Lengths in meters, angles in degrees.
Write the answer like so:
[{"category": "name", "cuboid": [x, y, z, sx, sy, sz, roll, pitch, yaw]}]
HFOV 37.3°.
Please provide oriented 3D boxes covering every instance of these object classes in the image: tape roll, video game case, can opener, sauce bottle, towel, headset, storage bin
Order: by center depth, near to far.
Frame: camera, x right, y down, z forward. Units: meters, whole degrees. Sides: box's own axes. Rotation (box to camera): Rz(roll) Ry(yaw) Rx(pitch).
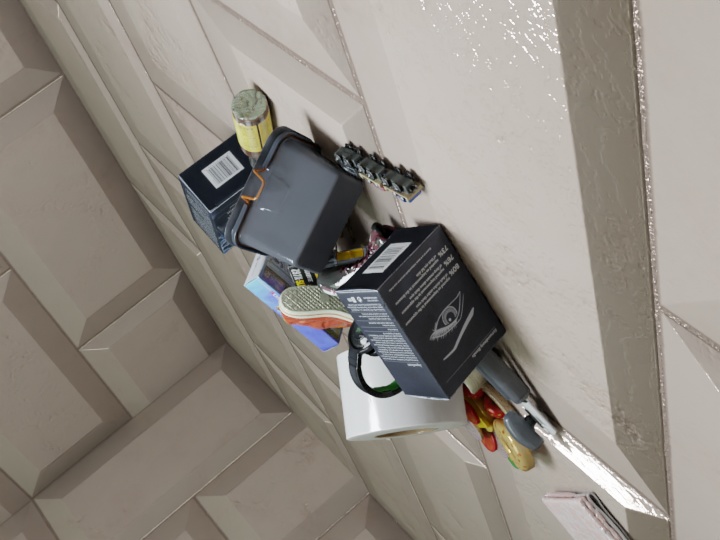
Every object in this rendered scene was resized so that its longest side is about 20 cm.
[{"category": "headset", "cuboid": [0.033, 0.085, 1.579, 0.094, 0.123, 0.202, 22, 111, 51]}, {"category": "can opener", "cuboid": [0.217, 0.190, 1.594, 0.200, 0.067, 0.053, 45, 169, -16]}, {"category": "storage bin", "cuboid": [-0.097, -0.099, 1.620, 0.134, 0.201, 0.145, 29, -175, 32]}, {"category": "tape roll", "cuboid": [0.066, 0.198, 1.754, 0.203, 0.201, 0.140, 116, 148, -75]}, {"category": "towel", "cuboid": [0.397, 0.444, 1.754, 0.200, 0.032, 0.191, 50, 165, 3]}, {"category": "sauce bottle", "cuboid": [-0.180, -0.233, 1.821, 0.065, 0.065, 0.200, 47, 164, 16]}, {"category": "video game case", "cuboid": [-0.100, 0.014, 1.890, 0.045, 0.182, 0.200, -29, 121, 36]}]

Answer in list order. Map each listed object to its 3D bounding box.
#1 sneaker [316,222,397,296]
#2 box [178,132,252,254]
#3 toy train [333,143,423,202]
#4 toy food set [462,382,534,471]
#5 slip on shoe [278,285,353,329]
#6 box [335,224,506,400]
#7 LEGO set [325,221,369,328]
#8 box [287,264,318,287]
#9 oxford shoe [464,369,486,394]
[{"category": "sneaker", "cuboid": [0.013, -0.023, 1.647, 0.198, 0.076, 0.116, -1, 123, 27]}, {"category": "box", "cuboid": [-0.256, -0.149, 2.098, 0.107, 0.148, 0.200, 47, 166, 17]}, {"category": "toy train", "cuboid": [0.025, -0.133, 1.487, 0.200, 0.034, 0.046, 33, 161, 53]}, {"category": "toy food set", "cuboid": [0.219, 0.255, 1.811, 0.200, 0.049, 0.198, 51, 166, 0]}, {"category": "slip on shoe", "cuboid": [-0.034, 0.062, 1.725, 0.061, 0.198, 0.075, 105, 164, -57]}, {"category": "box", "cuboid": [0.087, 0.059, 1.497, 0.104, 0.148, 0.201, -3, 125, 54]}, {"category": "LEGO set", "cuboid": [0.000, 0.000, 1.807, 0.154, 0.115, 0.201, -95, -6, -60]}, {"category": "box", "cuboid": [-0.096, -0.062, 1.796, 0.160, 0.049, 0.202, 78, -176, -64]}, {"category": "oxford shoe", "cuboid": [0.112, 0.114, 1.633, 0.199, 0.075, 0.070, 33, 179, 7]}]
